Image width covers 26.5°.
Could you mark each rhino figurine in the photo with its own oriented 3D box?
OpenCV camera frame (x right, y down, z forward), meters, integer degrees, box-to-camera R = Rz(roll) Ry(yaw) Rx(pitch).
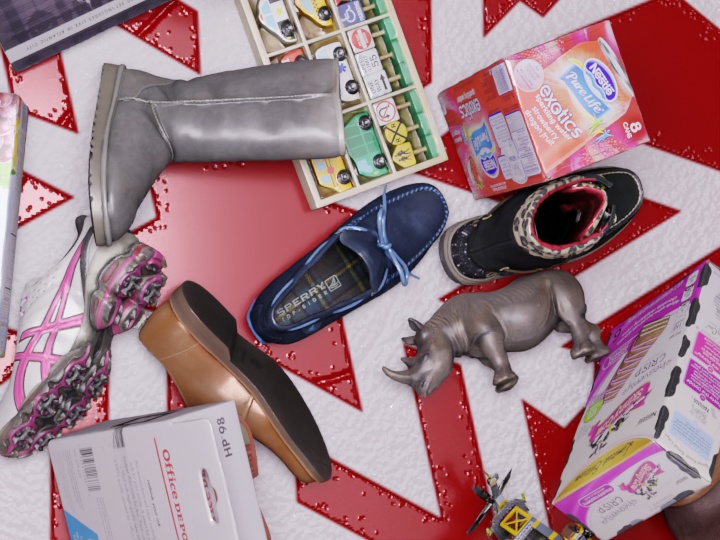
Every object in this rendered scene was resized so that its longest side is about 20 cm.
[{"bbox_3d":[0.110,0.056,1.286,0.198,0.060,0.088,-16,72,-14],"label":"rhino figurine"}]

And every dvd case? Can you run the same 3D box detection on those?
[{"bbox_3d":[-0.244,-0.271,1.179,0.147,0.016,0.201,-26,122,-5],"label":"dvd case"}]

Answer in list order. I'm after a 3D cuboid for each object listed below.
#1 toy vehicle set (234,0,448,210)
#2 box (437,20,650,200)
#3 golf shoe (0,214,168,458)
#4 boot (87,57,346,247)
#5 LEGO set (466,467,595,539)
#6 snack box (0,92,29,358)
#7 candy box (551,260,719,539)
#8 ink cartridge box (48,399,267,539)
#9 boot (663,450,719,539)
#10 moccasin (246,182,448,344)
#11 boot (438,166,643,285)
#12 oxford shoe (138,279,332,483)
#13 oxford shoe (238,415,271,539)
[{"bbox_3d":[-0.018,-0.166,1.282,0.123,0.026,0.202,-21,93,-14],"label":"toy vehicle set"},{"bbox_3d":[0.142,-0.124,1.232,0.095,0.200,0.101,-20,92,-12],"label":"box"},{"bbox_3d":[-0.236,0.052,1.205,0.092,0.073,0.201,32,87,25],"label":"golf shoe"},{"bbox_3d":[-0.110,-0.096,1.197,0.197,0.073,0.184,5,60,-6],"label":"boot"},{"bbox_3d":[0.102,0.275,1.270,0.201,0.116,0.154,-52,129,-7],"label":"LEGO set"},{"bbox_3d":[-0.347,-0.039,1.163,0.166,0.068,0.203,4,87,-5],"label":"snack box"},{"bbox_3d":[0.240,0.105,1.238,0.061,0.136,0.201,35,49,-10],"label":"candy box"},{"bbox_3d":[-0.141,0.166,1.146,0.066,0.199,0.117,-14,91,-47],"label":"ink cartridge box"},{"bbox_3d":[0.354,0.187,1.352,0.198,0.072,0.168,-23,105,-15],"label":"boot"},{"bbox_3d":[0.000,0.000,1.257,0.200,0.068,0.081,-41,97,-15],"label":"moccasin"},{"bbox_3d":[0.180,-0.045,1.256,0.202,0.154,0.074,-20,90,-23],"label":"boot"},{"bbox_3d":[-0.100,0.103,1.240,0.071,0.071,0.200,-38,99,17],"label":"oxford shoe"},{"bbox_3d":[-0.120,0.207,1.228,0.070,0.073,0.203,-15,106,-52],"label":"oxford shoe"}]
